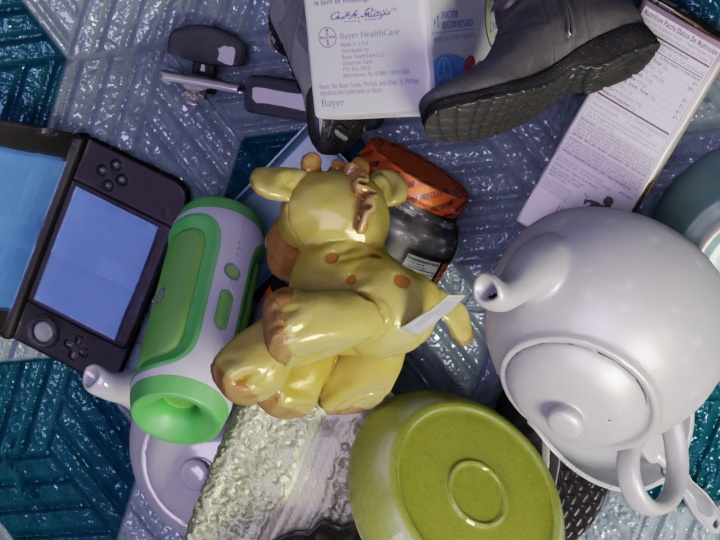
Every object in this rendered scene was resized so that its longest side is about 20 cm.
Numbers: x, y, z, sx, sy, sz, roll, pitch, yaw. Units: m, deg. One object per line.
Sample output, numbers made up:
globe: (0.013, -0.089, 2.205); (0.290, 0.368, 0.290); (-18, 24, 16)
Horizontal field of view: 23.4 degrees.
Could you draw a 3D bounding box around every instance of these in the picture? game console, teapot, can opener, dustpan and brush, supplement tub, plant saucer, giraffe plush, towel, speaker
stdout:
game console: (-0.268, -0.012, 1.499); (0.172, 0.119, 0.201); (26, 105, 9)
teapot: (0.174, 0.065, 1.276); (0.199, 0.146, 0.198); (22, 142, 7)
can opener: (-0.076, -0.158, 1.461); (0.199, 0.053, 0.067); (15, 102, 11)
dustpan and brush: (0.238, 0.144, 1.423); (0.140, 0.057, 0.200); (-46, 122, -15)
supplement tub: (0.000, 0.000, 1.433); (0.122, 0.122, 0.201); (32, 104, 7)
plant saucer: (0.083, 0.177, 1.340); (0.200, 0.200, 0.031); (47, 136, 2)
giraffe plush: (-0.023, -0.002, 1.304); (0.199, 0.172, 0.163); (-31, 61, 24)
plant saucer: (-0.085, -0.035, 1.502); (0.070, 0.019, 0.200); (46, 105, 3)
towel: (-0.050, 0.169, 1.384); (0.148, 0.036, 0.201); (25, 94, -3)
teapot: (-0.114, 0.159, 1.475); (0.199, 0.146, 0.199); (-6, 98, 14)
speaker: (-0.131, 0.038, 1.416); (0.088, 0.201, 0.089); (6, 143, 5)

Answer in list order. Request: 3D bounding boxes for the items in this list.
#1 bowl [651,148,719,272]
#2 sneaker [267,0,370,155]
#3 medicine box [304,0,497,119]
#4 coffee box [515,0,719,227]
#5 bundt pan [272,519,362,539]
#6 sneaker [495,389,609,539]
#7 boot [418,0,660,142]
bowl: (0.317, 0.001, 1.365); (0.200, 0.105, 0.202); (2, 99, 14)
sneaker: (-0.036, -0.184, 1.419); (0.079, 0.074, 0.201); (-18, 65, 28)
medicine box: (0.038, -0.225, 1.347); (0.102, 0.182, 0.201); (0, 100, 25)
coffee box: (0.210, -0.112, 1.368); (0.080, 0.113, 0.201); (31, 104, 7)
bundt pan: (-0.019, 0.295, 1.321); (0.201, 0.076, 0.203); (0, 89, 7)
sneaker: (0.156, 0.132, 1.457); (0.083, 0.071, 0.201); (18, 117, 50)
boot: (0.109, -0.180, 1.274); (0.199, 0.070, 0.132); (-21, 74, -21)
